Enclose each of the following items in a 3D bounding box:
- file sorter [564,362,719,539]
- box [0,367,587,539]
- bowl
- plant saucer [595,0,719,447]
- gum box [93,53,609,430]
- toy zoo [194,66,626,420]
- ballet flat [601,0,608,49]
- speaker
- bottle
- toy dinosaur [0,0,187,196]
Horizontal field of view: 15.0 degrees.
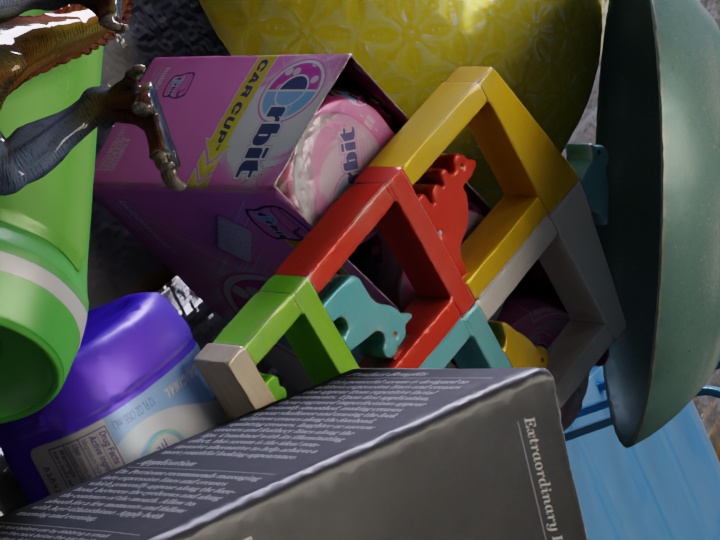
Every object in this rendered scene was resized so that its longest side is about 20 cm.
[{"bbox_3d":[0.181,0.099,1.340,0.139,0.123,0.200,66,28,-5],"label":"file sorter"},{"bbox_3d":[-0.024,0.130,0.891,0.200,0.107,0.149,-21,102,-37],"label":"box"},{"bbox_3d":[0.036,-0.136,1.143,0.200,0.108,0.200,28,39,-26],"label":"bowl"},{"bbox_3d":[0.123,-0.029,1.101,0.200,0.036,0.200,180,-90,-88],"label":"plant saucer"},{"bbox_3d":[0.000,0.000,1.090,0.200,0.113,0.066,45,62,-36],"label":"gum box"},{"bbox_3d":[0.033,0.016,1.028,0.200,0.020,0.131,-49,124,-30],"label":"toy zoo"},{"bbox_3d":[0.091,-0.199,1.448,0.072,0.072,0.200,20,54,-54],"label":"ballet flat"},{"bbox_3d":[-0.132,-0.050,0.946,0.088,0.088,0.200,39,41,-42],"label":"speaker"},{"bbox_3d":[-0.059,0.110,0.981,0.084,0.065,0.200,-40,107,-54],"label":"bottle"},{"bbox_3d":[-0.151,-0.030,0.853,0.200,0.181,0.105,-100,171,-81],"label":"toy dinosaur"}]
